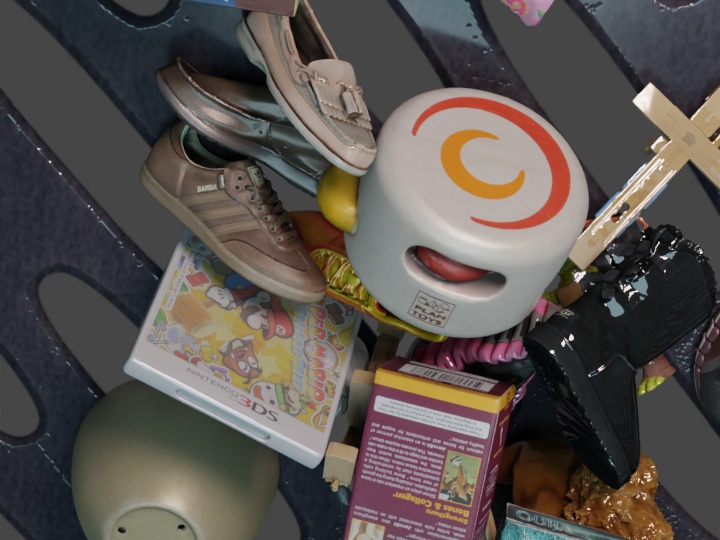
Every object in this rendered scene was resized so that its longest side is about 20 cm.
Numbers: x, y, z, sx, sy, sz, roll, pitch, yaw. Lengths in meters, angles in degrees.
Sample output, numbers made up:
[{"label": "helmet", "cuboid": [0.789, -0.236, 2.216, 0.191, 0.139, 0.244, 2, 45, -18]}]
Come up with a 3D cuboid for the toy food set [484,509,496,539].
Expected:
[{"label": "toy food set", "cuboid": [0.060, 0.237, 1.631, 0.048, 0.200, 0.199, -11, 82, -27]}]

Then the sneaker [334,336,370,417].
[{"label": "sneaker", "cuboid": [-0.087, 0.071, 1.593, 0.199, 0.099, 0.078, 20, 120, -6]}]

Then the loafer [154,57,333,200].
[{"label": "loafer", "cuboid": [-0.081, -0.132, 1.515, 0.200, 0.073, 0.071, 29, 105, -15]}]

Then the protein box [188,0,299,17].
[{"label": "protein box", "cuboid": [-0.093, -0.326, 1.339, 0.134, 0.199, 0.201, 9, 118, 0]}]

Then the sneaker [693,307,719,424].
[{"label": "sneaker", "cuboid": [0.345, 0.070, 1.552, 0.075, 0.116, 0.201, 11, 117, -1]}]

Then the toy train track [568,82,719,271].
[{"label": "toy train track", "cuboid": [0.245, -0.079, 1.503, 0.115, 0.033, 0.200, 44, 86, -4]}]

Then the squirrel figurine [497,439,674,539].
[{"label": "squirrel figurine", "cuboid": [0.190, 0.250, 1.585, 0.141, 0.187, 0.200, 31, 146, -15]}]

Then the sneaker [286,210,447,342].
[{"label": "sneaker", "cuboid": [0.000, 0.000, 1.555, 0.199, 0.077, 0.073, 21, 103, 6]}]

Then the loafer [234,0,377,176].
[{"label": "loafer", "cuboid": [-0.038, -0.159, 1.433, 0.072, 0.200, 0.063, 20, 117, -47]}]

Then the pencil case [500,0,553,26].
[{"label": "pencil case", "cuboid": [0.079, -0.279, 1.418, 0.200, 0.088, 0.088, 29, 115, -10]}]

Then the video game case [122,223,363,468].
[{"label": "video game case", "cuboid": [-0.095, 0.057, 1.532, 0.182, 0.200, 0.023, 28, 128, -10]}]

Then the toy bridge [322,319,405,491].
[{"label": "toy bridge", "cuboid": [0.003, 0.117, 1.559, 0.027, 0.200, 0.067, 14, 135, 7]}]

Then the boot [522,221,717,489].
[{"label": "boot", "cuboid": [0.230, 0.068, 1.485, 0.162, 0.073, 0.199, -39, 125, -16]}]

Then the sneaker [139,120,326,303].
[{"label": "sneaker", "cuboid": [-0.101, -0.053, 1.521, 0.200, 0.070, 0.076, 37, 110, 11]}]

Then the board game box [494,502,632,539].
[{"label": "board game box", "cuboid": [0.199, 0.284, 1.503, 0.199, 0.028, 0.136, 17, 114, -1]}]

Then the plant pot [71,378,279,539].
[{"label": "plant pot", "cuboid": [-0.181, 0.216, 1.655, 0.199, 0.135, 0.201, 2, 116, 4]}]

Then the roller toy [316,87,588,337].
[{"label": "roller toy", "cuboid": [0.082, -0.043, 1.467, 0.199, 0.183, 0.140, -17, 151, -30]}]

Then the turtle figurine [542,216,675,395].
[{"label": "turtle figurine", "cuboid": [0.197, 0.041, 1.577, 0.200, 0.064, 0.162, -28, 96, 28]}]

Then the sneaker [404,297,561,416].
[{"label": "sneaker", "cuboid": [0.124, 0.086, 1.567, 0.095, 0.079, 0.200, 47, 143, -19]}]

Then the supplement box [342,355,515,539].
[{"label": "supplement box", "cuboid": [0.054, 0.185, 1.506, 0.110, 0.086, 0.201, 13, 99, 13]}]
